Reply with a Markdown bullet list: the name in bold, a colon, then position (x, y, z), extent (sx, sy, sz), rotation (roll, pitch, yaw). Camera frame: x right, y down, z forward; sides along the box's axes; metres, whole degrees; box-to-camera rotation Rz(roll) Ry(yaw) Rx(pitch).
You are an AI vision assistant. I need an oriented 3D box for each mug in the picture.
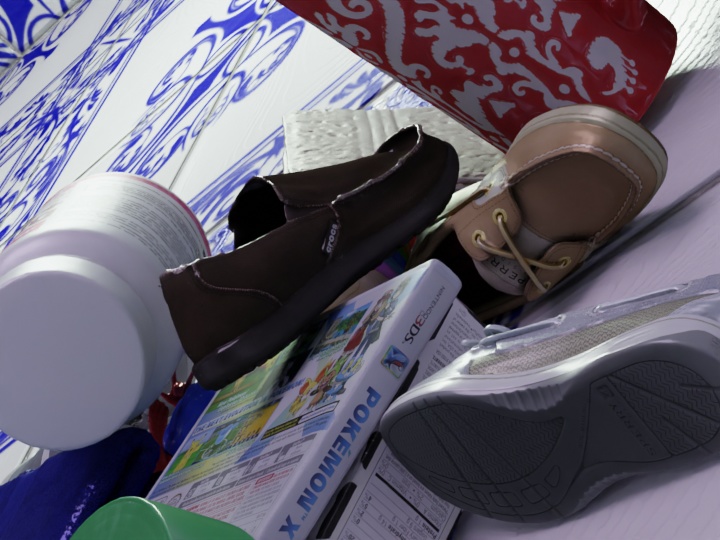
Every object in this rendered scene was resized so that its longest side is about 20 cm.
- **mug**: position (0.066, -0.146, 1.232), extent (0.134, 0.199, 0.177), rotation (-59, 15, -21)

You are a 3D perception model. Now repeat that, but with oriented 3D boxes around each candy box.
- **candy box**: position (-0.014, 0.118, 1.089), extent (0.136, 0.061, 0.201), rotation (-31, 21, 48)

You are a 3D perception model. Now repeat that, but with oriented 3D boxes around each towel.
- **towel**: position (0.021, -0.058, 1.343), extent (0.200, 0.131, 0.035), rotation (-99, 8, -73)
- **towel**: position (-0.181, 0.169, 1.287), extent (0.200, 0.049, 0.148), rotation (-27, 33, 54)

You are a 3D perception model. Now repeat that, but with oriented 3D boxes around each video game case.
- **video game case**: position (-0.050, 0.090, 1.102), extent (0.183, 0.022, 0.200), rotation (-57, 15, -29)

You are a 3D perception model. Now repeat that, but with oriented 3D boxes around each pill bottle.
- **pill bottle**: position (-0.147, 0.021, 1.289), extent (0.113, 0.113, 0.200), rotation (-44, 8, 13)

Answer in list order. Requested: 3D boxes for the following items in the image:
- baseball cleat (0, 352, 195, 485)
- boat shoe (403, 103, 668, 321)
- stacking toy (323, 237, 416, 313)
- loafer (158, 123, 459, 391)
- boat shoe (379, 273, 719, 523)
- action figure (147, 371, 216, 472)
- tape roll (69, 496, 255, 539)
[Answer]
- **baseball cleat**: position (-0.166, 0.120, 1.511), extent (0.200, 0.069, 0.107), rotation (-52, 20, 21)
- **boat shoe**: position (0.080, -0.016, 1.161), extent (0.067, 0.074, 0.200), rotation (-60, 10, -30)
- **stacking toy**: position (0.000, 0.000, 1.326), extent (0.085, 0.085, 0.200), rotation (-41, 11, 22)
- **loafer**: position (-0.024, -0.023, 1.160), extent (0.073, 0.072, 0.200), rotation (-30, 10, 48)
- **boat shoe**: position (0.088, 0.049, 0.971), extent (0.201, 0.075, 0.065), rotation (-25, 19, 48)
- **action figure**: position (-0.100, 0.087, 1.367), extent (0.201, 0.051, 0.065), rotation (-61, -1, 15)
- **tape roll**: position (-0.098, 0.194, 0.961), extent (0.200, 0.048, 0.202), rotation (-44, 36, 45)
